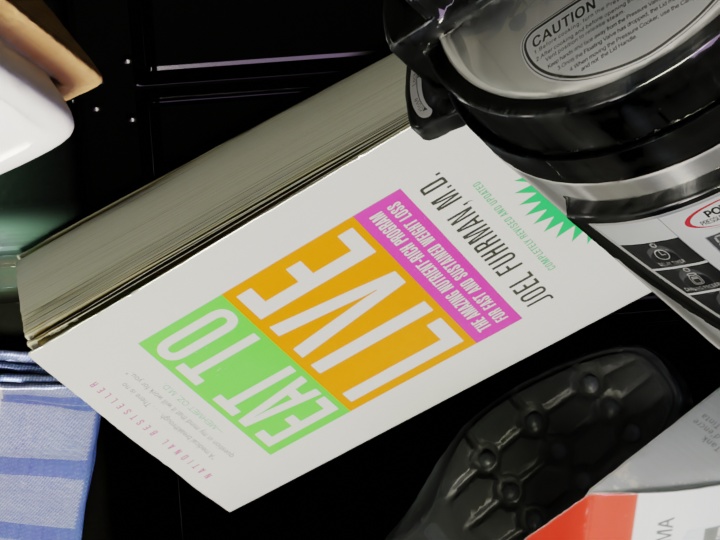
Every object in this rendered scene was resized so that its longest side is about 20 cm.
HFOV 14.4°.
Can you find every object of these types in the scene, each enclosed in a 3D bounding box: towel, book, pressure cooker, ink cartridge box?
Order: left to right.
[{"bbox_3d":[-0.197,0.078,1.053,0.200,0.024,0.147,4,133,-12],"label":"towel"},{"bbox_3d":[0.000,0.000,0.997,0.200,0.048,0.134,-29,134,16],"label":"book"},{"bbox_3d":[0.113,0.129,1.055,0.200,0.057,0.163,-37,146,-34],"label":"ink cartridge box"},{"bbox_3d":[0.114,-0.080,0.847,0.200,0.179,0.176,40,83,-35],"label":"pressure cooker"}]

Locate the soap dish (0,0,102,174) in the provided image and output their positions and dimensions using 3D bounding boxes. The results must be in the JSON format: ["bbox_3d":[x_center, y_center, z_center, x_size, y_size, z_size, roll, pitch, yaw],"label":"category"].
[{"bbox_3d":[-0.199,-0.059,0.851,0.200,0.081,0.157,-22,159,13],"label":"soap dish"}]

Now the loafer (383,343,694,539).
[{"bbox_3d":[0.054,0.100,1.089,0.201,0.068,0.070,-47,160,22],"label":"loafer"}]
